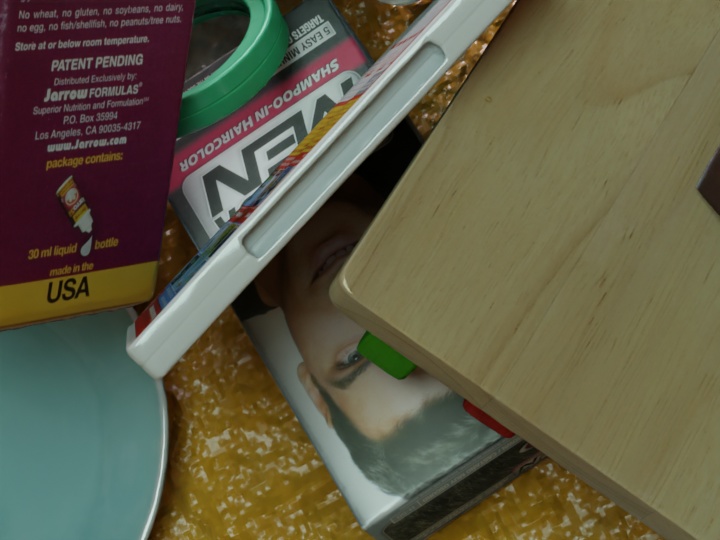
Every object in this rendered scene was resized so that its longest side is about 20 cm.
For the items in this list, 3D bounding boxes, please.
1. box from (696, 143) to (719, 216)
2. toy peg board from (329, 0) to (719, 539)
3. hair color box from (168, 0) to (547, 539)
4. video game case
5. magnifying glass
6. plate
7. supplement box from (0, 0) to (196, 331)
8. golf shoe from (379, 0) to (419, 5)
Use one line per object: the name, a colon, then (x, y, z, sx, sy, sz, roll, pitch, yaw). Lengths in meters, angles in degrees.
box: (0.217, 0.008, 0.883, 0.100, 0.075, 0.200, -33, 78, -20)
toy peg board: (0.111, -0.002, 0.962, 0.199, 0.098, 0.201, 35, 68, -2)
hair color box: (0.000, 0.000, 1.043, 0.099, 0.061, 0.201, -33, 69, 3)
video game case: (-0.011, -0.043, 0.954, 0.017, 0.143, 0.200, 43, 88, -5)
magnifying glass: (-0.112, -0.080, 1.079, 0.199, 0.022, 0.080, -2, 46, 37)
plate: (-0.169, 0.077, 1.085, 0.199, 0.026, 0.202, -5, 72, 15)
supplement box: (-0.142, -0.093, 0.990, 0.130, 0.103, 0.202, 20, 109, 37)
golf shoe: (-0.030, -0.146, 1.069, 0.092, 0.073, 0.200, -47, 39, 3)
